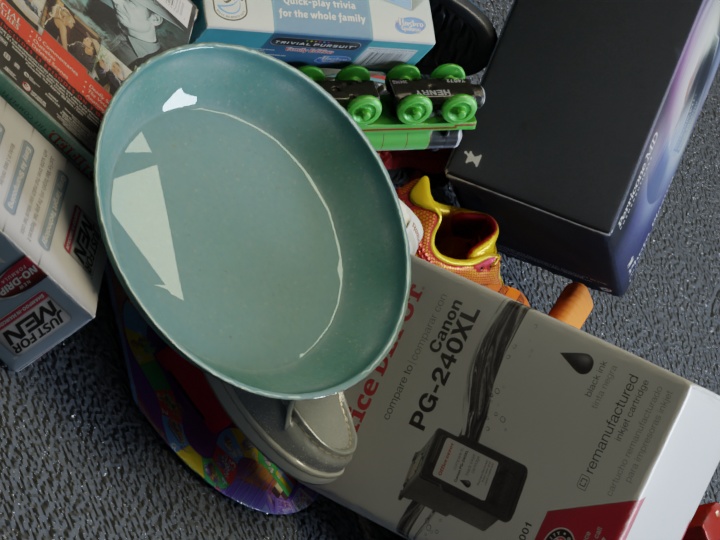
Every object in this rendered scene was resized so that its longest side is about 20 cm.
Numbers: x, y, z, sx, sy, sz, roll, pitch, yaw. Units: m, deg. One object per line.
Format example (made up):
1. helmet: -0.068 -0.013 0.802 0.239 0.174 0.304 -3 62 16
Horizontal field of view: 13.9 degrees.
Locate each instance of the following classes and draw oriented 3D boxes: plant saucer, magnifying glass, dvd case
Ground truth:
1. plant saucer: -0.063 -0.021 1.551 0.200 0.036 0.200 19 58 -32
2. magnifying glass: 0.113 0.065 1.926 0.080 0.022 0.200 68 29 -20
3. dvd case: -0.156 -0.133 1.601 0.146 0.022 0.200 43 31 -23

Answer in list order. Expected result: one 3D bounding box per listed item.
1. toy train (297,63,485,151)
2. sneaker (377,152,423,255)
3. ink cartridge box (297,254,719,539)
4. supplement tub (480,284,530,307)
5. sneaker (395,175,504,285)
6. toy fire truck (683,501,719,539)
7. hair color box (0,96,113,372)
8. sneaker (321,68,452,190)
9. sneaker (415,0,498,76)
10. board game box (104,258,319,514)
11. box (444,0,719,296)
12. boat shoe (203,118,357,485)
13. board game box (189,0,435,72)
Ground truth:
1. toy train: -0.023 -0.092 1.769 0.200 0.056 0.042 -1 44 -18
2. sneaker: 0.000 0.000 1.753 0.073 0.084 0.200 81 -3 -51
3. ink cartridge box: 0.083 0.096 1.625 0.200 0.145 0.083 24 -1 30
4. supplement tub: 0.085 0.116 1.743 0.122 0.122 0.200 22 41 -51
5. sneaker: 0.067 0.005 1.892 0.200 0.077 0.073 37 29 -57
6. toy fire truck: 0.170 0.127 1.923 0.141 0.049 0.200 -33 106 -56
7. hair color box: -0.214 -0.053 1.480 0.200 0.061 0.099 44 28 -23
8. sneaker: -0.001 -0.106 1.941 0.096 0.079 0.200 46 16 28
9. sneaker: 0.002 -0.185 1.920 0.200 0.066 0.078 20 30 14
10. board game box: -0.072 0.037 1.649 0.158 0.039 0.200 28 36 -46
11. box: 0.153 -0.108 1.948 0.123 0.200 0.198 21 -8 12
12. boat shoe: -0.050 0.018 1.601 0.074 0.065 0.202 2 62 -53
13. board game box: -0.044 -0.222 1.780 0.151 0.047 0.200 2 69 -27
